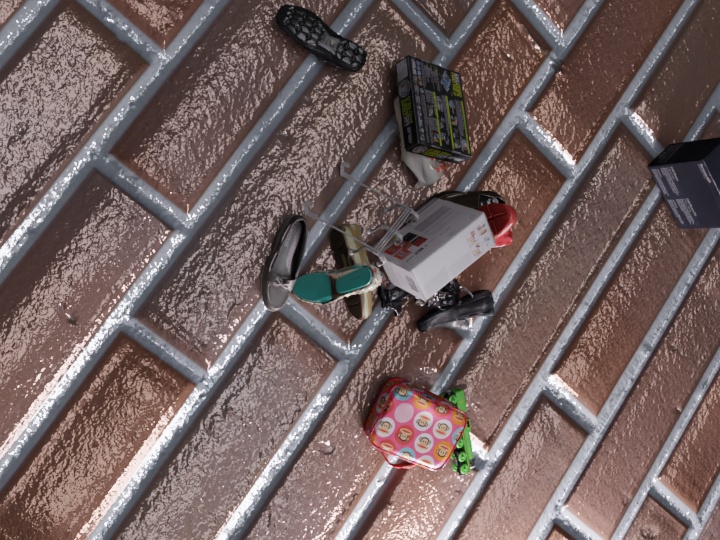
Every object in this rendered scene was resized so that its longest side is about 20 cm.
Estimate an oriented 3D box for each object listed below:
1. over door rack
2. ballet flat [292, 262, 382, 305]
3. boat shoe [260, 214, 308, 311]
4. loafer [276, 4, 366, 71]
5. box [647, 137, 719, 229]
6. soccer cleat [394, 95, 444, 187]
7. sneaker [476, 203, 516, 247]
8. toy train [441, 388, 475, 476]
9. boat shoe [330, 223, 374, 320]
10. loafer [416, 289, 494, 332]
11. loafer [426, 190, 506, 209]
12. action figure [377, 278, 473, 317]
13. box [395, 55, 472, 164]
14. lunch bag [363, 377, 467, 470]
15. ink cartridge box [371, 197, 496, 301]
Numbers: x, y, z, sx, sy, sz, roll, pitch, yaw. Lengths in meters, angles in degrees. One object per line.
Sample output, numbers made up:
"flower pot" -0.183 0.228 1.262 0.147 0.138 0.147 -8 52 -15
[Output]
"over door rack" 0.001 -0.110 1.641 0.199 0.067 0.148 35 58 7
"ballet flat" -0.042 0.031 1.625 0.064 0.198 0.076 12 73 -60
"boat shoe" -0.152 -0.016 1.619 0.066 0.057 0.202 16 86 -24
"loafer" -0.082 -0.459 1.614 0.199 0.070 0.069 28 82 -19
"box" 0.845 -0.211 1.987 0.104 0.182 0.201 -40 107 -17
"soccer cleat" 0.108 -0.274 1.721 0.069 0.077 0.201 -22 88 -57
"sneaker" 0.299 -0.099 1.749 0.115 0.200 0.079 -9 81 -29
"toy train" 0.224 0.362 1.817 0.056 0.042 0.202 -15 99 -33
"boat shoe" 0.000 0.000 1.686 0.076 0.071 0.202 -18 102 -38
"loafer" 0.216 0.102 1.783 0.199 0.068 0.071 -20 93 -26
"loafer" 0.236 -0.145 1.778 0.198 0.071 0.074 -13 98 -23
"action figure" 0.143 0.035 1.722 0.198 0.119 0.103 -10 113 -16
"box" 0.154 -0.336 1.694 0.159 0.044 0.202 6 71 -39
"lunch bag" 0.112 0.342 1.728 0.199 0.082 0.177 27 92 -15
"ink cartridge box" 0.145 -0.050 1.659 0.199 0.175 0.084 -37 121 -16
